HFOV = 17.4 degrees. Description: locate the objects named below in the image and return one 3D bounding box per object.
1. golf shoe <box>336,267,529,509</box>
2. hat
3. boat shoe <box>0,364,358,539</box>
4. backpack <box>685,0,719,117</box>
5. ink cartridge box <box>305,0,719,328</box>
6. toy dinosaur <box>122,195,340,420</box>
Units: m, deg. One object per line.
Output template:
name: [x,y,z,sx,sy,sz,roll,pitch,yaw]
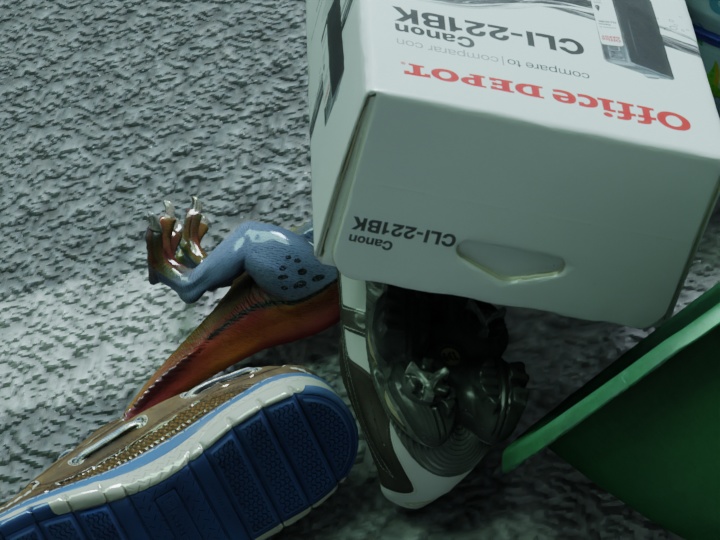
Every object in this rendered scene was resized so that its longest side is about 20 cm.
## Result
golf shoe: [0.015,0.006,0.990,0.077,0.095,0.201,8,51,-14]
hat: [0.167,0.094,0.888,0.165,0.177,0.200,-36,-4,8]
boat shoe: [-0.097,0.102,0.973,0.199,0.073,0.072,-25,21,-10]
backpack: [0.218,-0.109,1.043,0.199,0.154,0.164,20,40,0]
ink cartridge box: [0.056,-0.078,0.949,0.143,0.084,0.201,10,36,-10]
toy dinosaur: [0.000,0.000,1.085,0.180,0.105,0.202,9,83,13]
